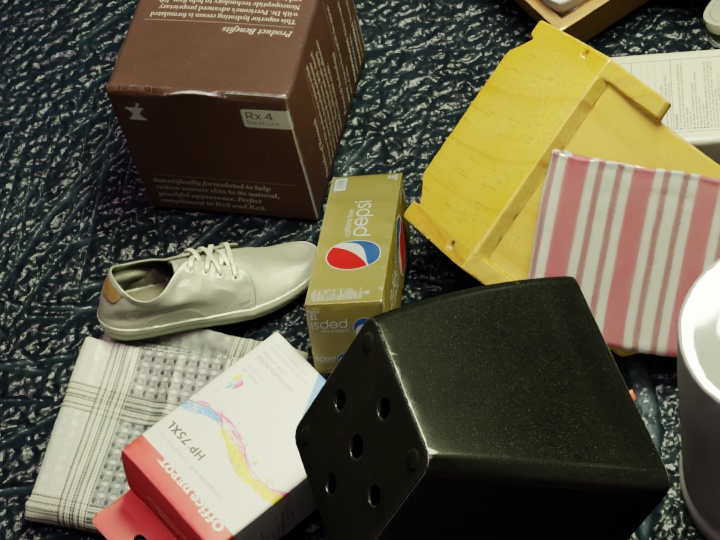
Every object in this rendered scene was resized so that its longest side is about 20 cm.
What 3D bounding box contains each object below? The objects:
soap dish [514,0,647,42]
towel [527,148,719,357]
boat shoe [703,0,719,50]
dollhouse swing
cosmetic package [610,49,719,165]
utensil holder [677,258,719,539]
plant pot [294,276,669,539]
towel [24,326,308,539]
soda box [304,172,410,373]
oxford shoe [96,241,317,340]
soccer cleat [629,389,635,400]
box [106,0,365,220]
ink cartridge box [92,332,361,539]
[{"bbox_3d":[0.215,-0.301,1.867,0.199,0.082,0.157,-33,54,-13],"label":"soap dish"},{"bbox_3d":[0.229,-0.008,1.591,0.198,0.148,0.030,9,10,-6],"label":"towel"},{"bbox_3d":[0.375,-0.243,1.799,0.074,0.062,0.200,13,44,37],"label":"boat shoe"},{"bbox_3d":[0.182,-0.059,1.664,0.201,0.175,0.182,-56,29,5],"label":"dollhouse swing"},{"bbox_3d":[0.285,-0.126,1.728,0.198,0.073,0.104,-3,54,10],"label":"cosmetic package"},{"bbox_3d":[0.313,0.098,1.476,0.168,0.201,0.171,-5,52,7],"label":"utensil holder"},{"bbox_3d":[0.070,0.131,1.460,0.176,0.201,0.201,7,44,-33],"label":"plant pot"},{"bbox_3d":[-0.157,0.128,1.657,0.191,0.035,0.201,7,55,17],"label":"towel"},{"bbox_3d":[0.000,0.000,1.656,0.063,0.068,0.201,-3,32,9],"label":"soda box"},{"bbox_3d":[-0.126,0.007,1.712,0.198,0.058,0.075,-13,37,-14],"label":"oxford shoe"},{"bbox_3d":[0.137,0.089,1.599,0.077,0.070,0.200,-22,42,-31],"label":"soccer cleat"},{"bbox_3d":[-0.104,-0.177,1.790,0.164,0.165,0.201,6,55,15],"label":"box"},{"bbox_3d":[-0.102,0.157,1.574,0.199,0.067,0.116,-38,64,-21],"label":"ink cartridge box"}]
